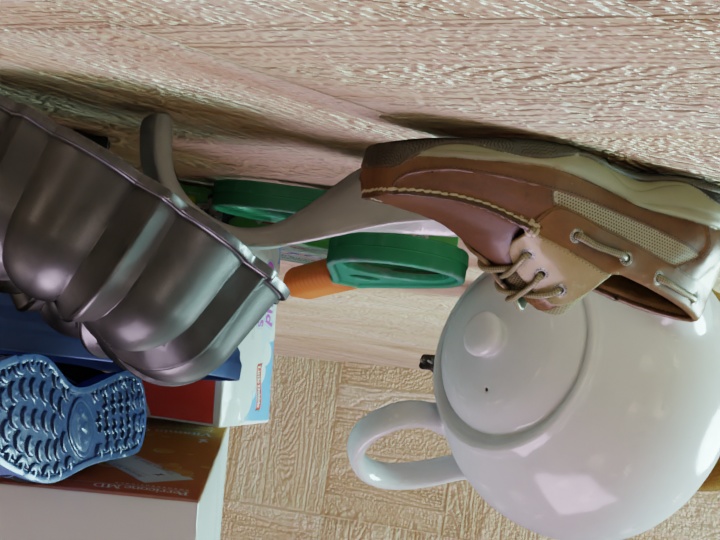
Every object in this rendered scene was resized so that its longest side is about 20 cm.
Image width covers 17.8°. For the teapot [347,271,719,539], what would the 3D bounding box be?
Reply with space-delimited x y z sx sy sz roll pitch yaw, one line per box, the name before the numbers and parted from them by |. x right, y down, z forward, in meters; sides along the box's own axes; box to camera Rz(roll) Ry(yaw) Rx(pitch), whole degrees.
teapot | 0.110 0.060 1.345 0.146 0.201 0.197 23 177 -42

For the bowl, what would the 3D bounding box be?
bowl | -0.166 0.034 1.318 0.200 0.040 0.201 6 176 0

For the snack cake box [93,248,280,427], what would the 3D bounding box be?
snack cake box | -0.154 0.030 1.460 0.199 0.116 0.067 6 -177 26

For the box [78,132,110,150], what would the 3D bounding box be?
box | -0.242 -0.038 1.323 0.163 0.087 0.200 9 175 -14

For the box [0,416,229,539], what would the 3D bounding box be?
box | -0.149 0.152 1.356 0.124 0.098 0.200 5 -171 0

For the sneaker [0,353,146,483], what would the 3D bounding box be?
sneaker | -0.187 0.080 1.239 0.078 0.070 0.200 -3 174 18

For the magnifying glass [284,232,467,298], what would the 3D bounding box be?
magnifying glass | 0.000 0.000 1.386 0.079 0.023 0.200 11 172 -21

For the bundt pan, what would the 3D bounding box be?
bundt pan | -0.138 -0.009 1.138 0.201 0.076 0.202 30 171 5

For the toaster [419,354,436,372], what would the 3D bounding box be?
toaster | 0.162 0.079 1.915 0.200 0.114 0.129 15 168 -40

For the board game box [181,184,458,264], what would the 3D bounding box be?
board game box | -0.043 -0.024 1.508 0.199 0.029 0.135 9 174 -6

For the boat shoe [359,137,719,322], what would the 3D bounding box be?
boat shoe | 0.093 -0.017 1.080 0.199 0.074 0.076 10 175 -27

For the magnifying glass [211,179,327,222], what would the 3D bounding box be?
magnifying glass | -0.003 -0.035 1.362 0.199 0.023 0.079 4 174 36

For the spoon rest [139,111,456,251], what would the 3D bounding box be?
spoon rest | -0.016 -0.033 1.166 0.199 0.061 0.099 10 175 -16

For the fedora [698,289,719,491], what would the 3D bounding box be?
fedora | 0.215 0.067 1.600 0.200 0.082 0.201 21 142 18
